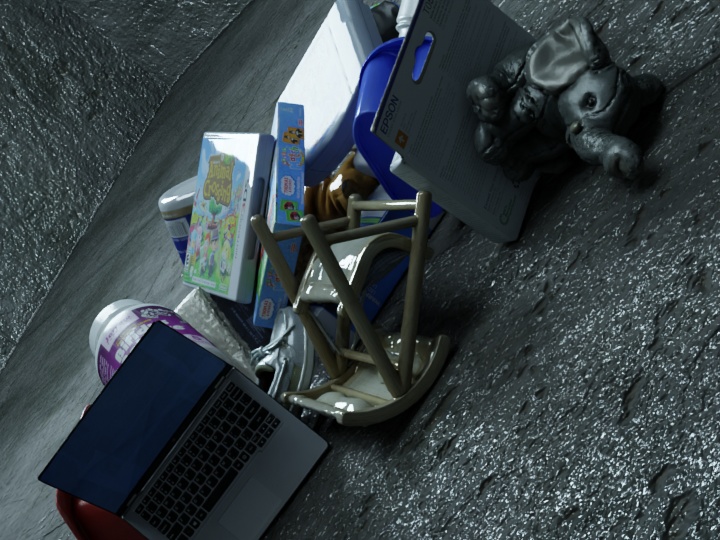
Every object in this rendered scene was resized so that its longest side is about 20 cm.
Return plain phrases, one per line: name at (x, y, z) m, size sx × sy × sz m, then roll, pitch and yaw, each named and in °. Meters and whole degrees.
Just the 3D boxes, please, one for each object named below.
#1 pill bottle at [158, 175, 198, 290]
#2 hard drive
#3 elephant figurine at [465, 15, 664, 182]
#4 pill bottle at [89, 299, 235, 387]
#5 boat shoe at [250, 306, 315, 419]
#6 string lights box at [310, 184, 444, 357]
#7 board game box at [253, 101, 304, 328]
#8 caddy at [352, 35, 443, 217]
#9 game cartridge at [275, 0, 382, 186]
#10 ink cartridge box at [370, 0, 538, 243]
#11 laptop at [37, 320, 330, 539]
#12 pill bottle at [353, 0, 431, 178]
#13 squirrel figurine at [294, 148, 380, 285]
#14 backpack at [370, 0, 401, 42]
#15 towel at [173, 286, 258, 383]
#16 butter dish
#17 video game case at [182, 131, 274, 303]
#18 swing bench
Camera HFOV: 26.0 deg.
pill bottle at (-0.163, -0.018, 1.927) m, size 0.115 × 0.202 × 0.116 m, roll -20°, pitch 14°, yaw 5°
hard drive at (-0.148, 0.073, 1.862) m, size 0.200 × 0.135 × 0.042 m, roll -37°, pitch 2°, yaw 43°
elephant figurine at (0.204, -0.152, 1.399) m, size 0.140 × 0.157 × 0.199 m, roll -11°, pitch 1°, yaw -38°
pill bottle at (-0.215, 0.101, 1.648) m, size 0.113 × 0.112 × 0.200 m, roll -53°, pitch 36°, yaw -4°
boat shoe at (-0.094, 0.128, 1.612) m, size 0.074 × 0.064 × 0.204 m, roll 151°, pitch 134°, yaw -65°
string lights box at (0.000, 0.000, 1.719) m, size 0.201 × 0.059 × 0.103 m, roll -56°, pitch 17°, yaw -10°
board game box at (-0.088, -0.062, 1.699) m, size 0.201 × 0.036 × 0.152 m, roll -91°, pitch 12°, yaw -47°
caddy at (0.077, -0.149, 1.587) m, size 0.140 × 0.201 × 0.106 m, roll -11°, pitch 45°, yaw 27°
game cartridge at (-0.034, -0.196, 1.753) m, size 0.201 × 0.041 × 0.134 m, roll -55°, pitch 37°, yaw 40°
ink cartridge box at (0.098, -0.159, 1.470) m, size 0.040 × 0.199 × 0.201 m, roll -8°, pitch 55°, yaw 51°
laptop at (-0.165, 0.183, 1.494) m, size 0.188 × 0.199 × 0.116 m, roll -52°, pitch -4°, yaw 0°
pill bottle at (0.067, -0.199, 1.740) m, size 0.114 × 0.113 × 0.203 m, roll -177°, pitch 101°, yaw -71°
squirrel figurine at (-0.031, -0.053, 1.849) m, size 0.186 × 0.141 × 0.202 m, roll -15°, pitch 53°, yaw 49°
backpack at (0.042, -0.232, 1.895) m, size 0.146 × 0.184 × 0.200 m, roll -32°, pitch 8°, yaw -13°
towel at (-0.165, 0.131, 1.727) m, size 0.133 × 0.201 × 0.034 m, roll -46°, pitch -25°, yaw 16°
butter dish at (-0.209, 0.242, 1.640) m, size 0.146 × 0.201 × 0.200 m, roll -23°, pitch 24°, yaw 13°
video game case at (-0.152, -0.064, 1.757) m, size 0.200 × 0.022 × 0.185 m, roll -168°, pitch 86°, yaw -66°
swing bench at (-0.008, 0.034, 1.494) m, size 0.128 × 0.203 × 0.199 m, roll -12°, pitch 6°, yaw -19°
